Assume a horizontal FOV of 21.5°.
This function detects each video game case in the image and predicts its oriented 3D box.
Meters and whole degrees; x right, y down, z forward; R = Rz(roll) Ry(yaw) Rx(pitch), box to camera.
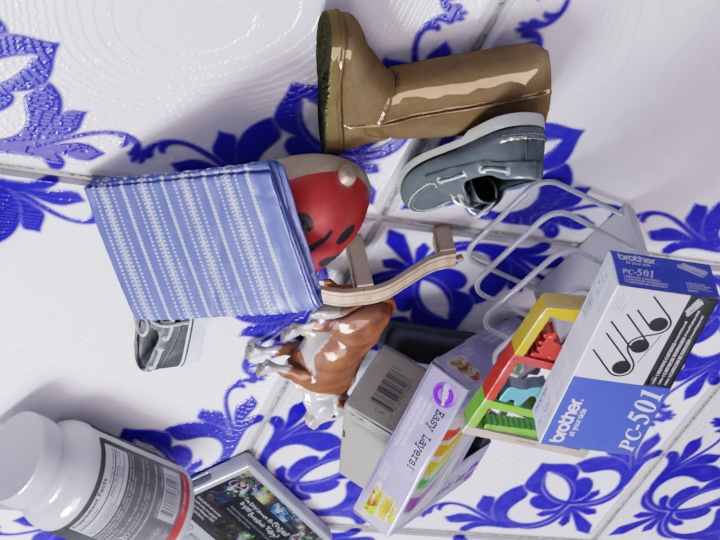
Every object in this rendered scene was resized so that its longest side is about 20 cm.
[{"bbox_3d":[-0.154,0.288,2.117,0.181,0.023,0.200,-25,139,14],"label":"video game case"}]

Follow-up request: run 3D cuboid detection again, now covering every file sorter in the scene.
[{"bbox_3d":[0.192,0.034,1.780,0.124,0.201,0.139,24,128,-32],"label":"file sorter"}]

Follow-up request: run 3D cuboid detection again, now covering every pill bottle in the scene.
[{"bbox_3d":[-0.275,0.219,1.924,0.116,0.116,0.200,-37,135,26],"label":"pill bottle"}]

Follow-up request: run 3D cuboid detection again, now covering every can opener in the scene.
[{"bbox_3d":[0.113,0.071,1.926,0.199,0.053,0.067,5,103,-24],"label":"can opener"}]

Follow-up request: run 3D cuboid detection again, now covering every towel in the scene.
[{"bbox_3d":[-0.135,-0.025,1.647,0.199,0.024,0.146,-4,118,29],"label":"towel"}]

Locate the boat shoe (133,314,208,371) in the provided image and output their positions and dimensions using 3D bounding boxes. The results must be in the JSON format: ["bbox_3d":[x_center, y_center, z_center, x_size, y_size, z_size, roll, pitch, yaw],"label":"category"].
[{"bbox_3d":[-0.183,0.027,1.756,0.068,0.074,0.200,-16,153,-20],"label":"boat shoe"}]

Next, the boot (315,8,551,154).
[{"bbox_3d":[0.063,-0.170,1.606,0.199,0.066,0.175,-8,153,-6],"label":"boot"}]

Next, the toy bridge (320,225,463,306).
[{"bbox_3d":[0.000,0.000,1.783,0.199,0.067,0.027,-7,141,-8],"label":"toy bridge"}]

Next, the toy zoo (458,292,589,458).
[{"bbox_3d":[0.187,0.085,1.674,0.130,0.021,0.200,13,131,-20],"label":"toy zoo"}]

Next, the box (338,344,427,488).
[{"bbox_3d":[0.027,0.158,1.918,0.068,0.082,0.200,30,156,11],"label":"box"}]

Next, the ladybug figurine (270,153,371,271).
[{"bbox_3d":[-0.067,-0.039,1.681,0.135,0.072,0.200,12,150,-32],"label":"ladybug figurine"}]

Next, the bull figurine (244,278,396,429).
[{"bbox_3d":[-0.039,0.079,1.866,0.121,0.065,0.200,7,136,-24],"label":"bull figurine"}]

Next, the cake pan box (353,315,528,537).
[{"bbox_3d":[0.090,0.147,1.837,0.200,0.052,0.185,-23,146,-60],"label":"cake pan box"}]

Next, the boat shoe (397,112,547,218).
[{"bbox_3d":[0.096,-0.080,1.675,0.072,0.062,0.200,0,164,-33],"label":"boat shoe"}]

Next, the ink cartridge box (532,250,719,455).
[{"bbox_3d":[0.224,0.073,1.621,0.093,0.044,0.201,8,133,-14],"label":"ink cartridge box"}]
